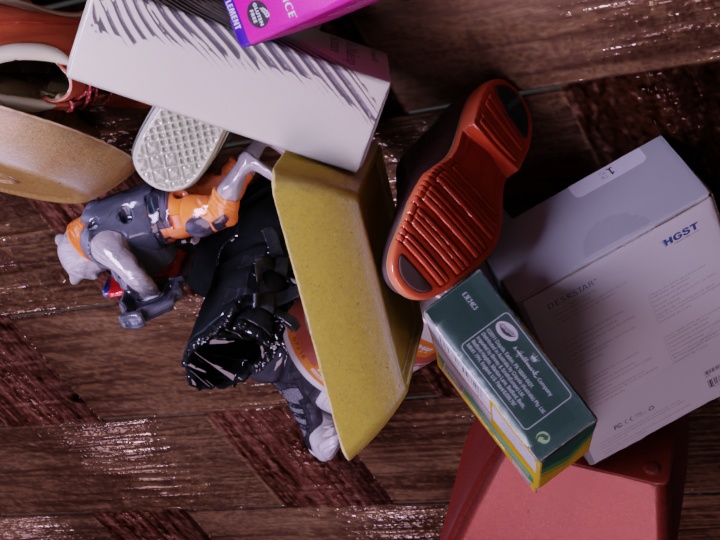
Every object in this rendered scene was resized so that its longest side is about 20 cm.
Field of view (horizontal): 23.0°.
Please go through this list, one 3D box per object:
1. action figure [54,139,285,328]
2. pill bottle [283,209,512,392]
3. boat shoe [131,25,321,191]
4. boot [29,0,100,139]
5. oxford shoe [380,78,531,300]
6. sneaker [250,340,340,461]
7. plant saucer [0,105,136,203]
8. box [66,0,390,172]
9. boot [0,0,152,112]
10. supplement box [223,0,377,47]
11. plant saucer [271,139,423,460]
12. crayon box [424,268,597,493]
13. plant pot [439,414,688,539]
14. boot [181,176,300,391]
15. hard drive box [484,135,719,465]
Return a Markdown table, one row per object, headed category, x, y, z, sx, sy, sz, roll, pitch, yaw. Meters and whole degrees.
| category | x | y | z | sx | sy | sz | roll | pitch | yaw |
| --- | --- | --- | --- | --- | --- | --- | --- | --- | --- |
| action figure | -0.146 | -0.053 | 1.338 | 0.193 | 0.200 | 0.105 | -29 | 114 | 9 |
| pill bottle | 0.035 | 0.019 | 1.373 | 0.112 | 0.112 | 0.200 | 33 | 141 | -20 |
| boat shoe | -0.090 | -0.143 | 1.223 | 0.075 | 0.062 | 0.200 | 33 | 109 | -11 |
| boot | -0.262 | -0.131 | 1.342 | 0.155 | 0.077 | 0.200 | 31 | 132 | -28 |
| oxford shoe | 0.054 | -0.048 | 1.206 | 0.073 | 0.200 | 0.071 | -20 | 118 | 42 |
| sneaker | -0.052 | 0.094 | 1.549 | 0.114 | 0.076 | 0.200 | 30 | 156 | 8 |
| plant saucer | -0.259 | -0.083 | 1.252 | 0.200 | 0.035 | 0.200 | 14 | 172 | 2 |
| box | -0.084 | -0.134 | 1.152 | 0.200 | 0.082 | 0.068 | 17 | 110 | -9 |
| boot | -0.191 | -0.137 | 1.229 | 0.200 | 0.107 | 0.075 | 5 | 116 | -29 |
| supplement box | 0.009 | -0.218 | 1.058 | 0.200 | 0.103 | 0.101 | -18 | 96 | 37 |
| plant saucer | 0.000 | 0.000 | 1.207 | 0.048 | 0.200 | 0.200 | -11 | 106 | 11 |
| crayon box | 0.104 | 0.081 | 1.228 | 0.126 | 0.052 | 0.200 | 53 | 176 | 13 |
| plant pot | 0.178 | 0.172 | 1.463 | 0.200 | 0.200 | 0.176 | 13 | 131 | 6 |
| boot | -0.101 | 0.022 | 1.392 | 0.073 | 0.163 | 0.198 | 30 | 143 | -19 |
| hard drive box | 0.193 | 0.026 | 1.285 | 0.156 | 0.077 | 0.200 | -29 | 134 | -1 |
